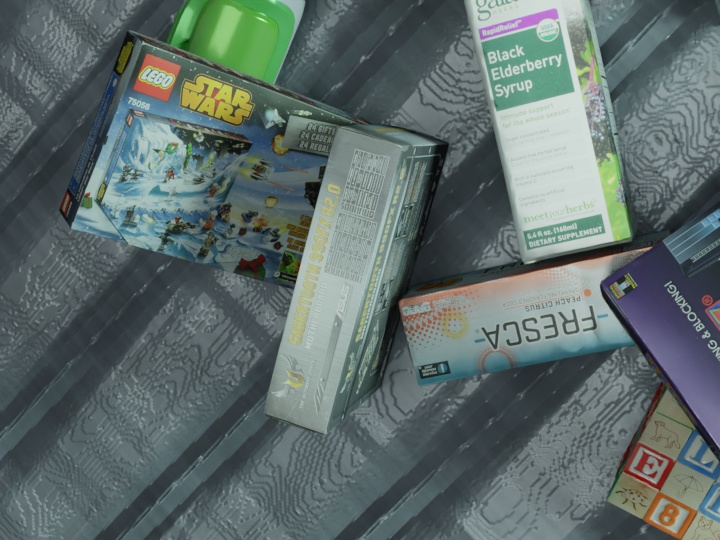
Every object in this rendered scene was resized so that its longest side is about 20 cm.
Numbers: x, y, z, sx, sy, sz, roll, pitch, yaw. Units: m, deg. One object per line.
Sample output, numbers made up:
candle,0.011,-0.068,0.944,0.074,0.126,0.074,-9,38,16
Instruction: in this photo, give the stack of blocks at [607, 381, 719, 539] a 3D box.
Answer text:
stack of blocks,0.285,0.148,0.850,0.199,0.059,0.116,27,121,11

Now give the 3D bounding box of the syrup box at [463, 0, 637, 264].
syrup box,0.133,-0.114,0.869,0.078,0.081,0.201,-12,94,16

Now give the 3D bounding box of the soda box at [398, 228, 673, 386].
soda box,0.133,0.027,0.892,0.199,0.064,0.069,-12,97,17

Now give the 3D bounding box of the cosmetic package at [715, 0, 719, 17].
cosmetic package,0.250,-0.268,0.805,0.081,0.113,0.201,-13,95,16

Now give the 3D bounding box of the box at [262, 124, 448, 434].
box,0.000,0.000,0.878,0.048,0.158,0.201,17,101,13

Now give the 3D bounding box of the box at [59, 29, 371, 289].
box,-0.097,-0.072,0.893,0.040,0.199,0.138,42,111,54

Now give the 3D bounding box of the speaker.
speaker,-0.111,-0.138,0.932,0.088,0.088,0.201,26,102,11

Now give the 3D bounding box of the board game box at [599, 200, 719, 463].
board game box,0.273,0.045,0.776,0.165,0.057,0.201,-35,75,3
